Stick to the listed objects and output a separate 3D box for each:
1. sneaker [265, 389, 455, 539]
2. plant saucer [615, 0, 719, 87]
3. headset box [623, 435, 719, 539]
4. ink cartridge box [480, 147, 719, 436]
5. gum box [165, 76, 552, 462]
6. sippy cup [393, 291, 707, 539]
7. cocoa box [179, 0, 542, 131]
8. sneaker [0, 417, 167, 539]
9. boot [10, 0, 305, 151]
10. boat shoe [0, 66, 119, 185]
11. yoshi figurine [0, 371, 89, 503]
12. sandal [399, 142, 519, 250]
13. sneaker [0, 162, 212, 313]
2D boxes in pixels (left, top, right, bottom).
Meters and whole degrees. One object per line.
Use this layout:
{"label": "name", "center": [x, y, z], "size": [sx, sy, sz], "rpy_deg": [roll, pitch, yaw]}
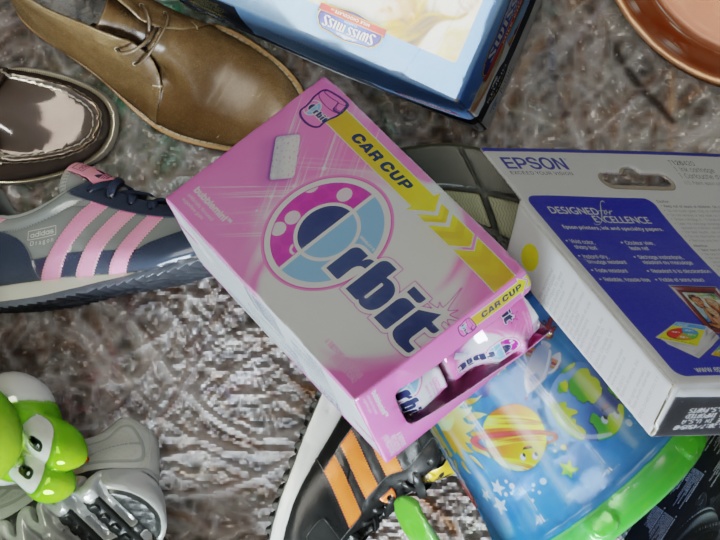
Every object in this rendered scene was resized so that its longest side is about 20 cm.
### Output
{"label": "sneaker", "center": [0.010, 0.115, 1.686], "size": [0.090, 0.070, 0.201], "rpy_deg": [19, 86, 13]}
{"label": "plant saucer", "center": [0.236, -0.200, 1.699], "size": [0.199, 0.032, 0.201], "rpy_deg": [-1, 84, 8]}
{"label": "headset box", "center": [0.219, 0.163, 1.582], "size": [0.077, 0.200, 0.149], "rpy_deg": [33, 90, -21]}
{"label": "ink cartridge box", "center": [0.180, 0.011, 1.595], "size": [0.200, 0.197, 0.047], "rpy_deg": [52, 129, 40]}
{"label": "gum box", "center": [0.000, 0.000, 1.583], "size": [0.113, 0.066, 0.200], "rpy_deg": [-38, 53, -9]}
{"label": "sippy cup", "center": [0.100, 0.083, 1.629], "size": [0.140, 0.178, 0.130], "rpy_deg": [-36, 96, 33]}
{"label": "cocoa box", "center": [0.001, -0.182, 1.682], "size": [0.199, 0.131, 0.134], "rpy_deg": [24, 89, 10]}
{"label": "sneaker", "center": [-0.198, 0.146, 1.722], "size": [0.199, 0.075, 0.081], "rpy_deg": [-20, 40, 20]}
{"label": "boot", "center": [-0.124, -0.128, 1.726], "size": [0.200, 0.075, 0.074], "rpy_deg": [28, 88, 9]}
{"label": "boat shoe", "center": [-0.245, -0.093, 1.748], "size": [0.199, 0.060, 0.072], "rpy_deg": [6, 86, 9]}
{"label": "yoshi figurine", "center": [-0.241, 0.070, 1.676], "size": [0.112, 0.113, 0.200], "rpy_deg": [-33, 43, -31]}
{"label": "sandal", "center": [0.021, -0.035, 1.709], "size": [0.200, 0.057, 0.080], "rpy_deg": [5, 92, 24]}
{"label": "sneaker", "center": [-0.138, -0.028, 1.711], "size": [0.199, 0.070, 0.082], "rpy_deg": [-10, 83, 16]}
